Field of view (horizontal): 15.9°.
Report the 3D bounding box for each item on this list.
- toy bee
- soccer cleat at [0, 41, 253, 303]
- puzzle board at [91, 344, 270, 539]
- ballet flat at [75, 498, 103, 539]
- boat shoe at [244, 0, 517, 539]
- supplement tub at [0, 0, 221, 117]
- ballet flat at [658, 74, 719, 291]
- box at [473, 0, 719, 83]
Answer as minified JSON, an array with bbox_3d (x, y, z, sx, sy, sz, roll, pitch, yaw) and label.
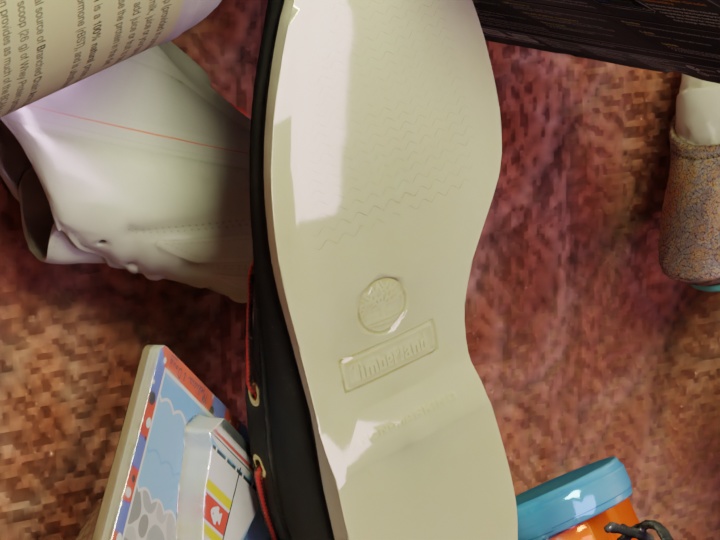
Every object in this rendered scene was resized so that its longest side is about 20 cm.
[{"bbox_3d":[0.041,0.098,0.788,0.109,0.131,0.200,-23,157,2],"label":"toy bee"},{"bbox_3d":[-0.054,-0.022,0.737,0.200,0.069,0.078,41,77,-29],"label":"soccer cleat"},{"bbox_3d":[-0.035,0.128,0.731,0.200,0.017,0.151,53,46,-59],"label":"puzzle board"},{"bbox_3d":[-0.083,0.154,0.741,0.062,0.067,0.200,1,95,-18],"label":"ballet flat"},{"bbox_3d":[-0.002,0.001,0.693,0.074,0.063,0.202,-16,111,-29],"label":"boat shoe"},{"bbox_3d":[-0.114,-0.101,0.600,0.200,0.145,0.145,-27,114,-22],"label":"supplement tub"},{"bbox_3d":[0.149,-0.079,0.897,0.200,0.068,0.067,-52,122,-33],"label":"ballet flat"},{"bbox_3d":[0.050,-0.102,0.718,0.158,0.200,0.048,23,86,-38],"label":"box"}]
